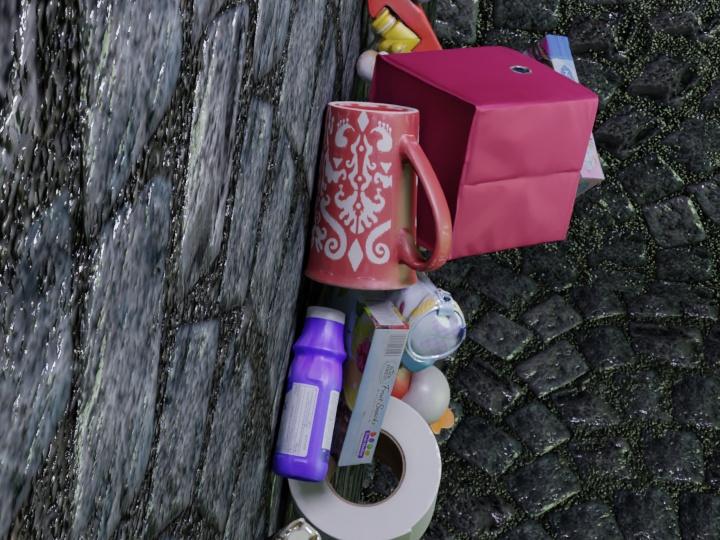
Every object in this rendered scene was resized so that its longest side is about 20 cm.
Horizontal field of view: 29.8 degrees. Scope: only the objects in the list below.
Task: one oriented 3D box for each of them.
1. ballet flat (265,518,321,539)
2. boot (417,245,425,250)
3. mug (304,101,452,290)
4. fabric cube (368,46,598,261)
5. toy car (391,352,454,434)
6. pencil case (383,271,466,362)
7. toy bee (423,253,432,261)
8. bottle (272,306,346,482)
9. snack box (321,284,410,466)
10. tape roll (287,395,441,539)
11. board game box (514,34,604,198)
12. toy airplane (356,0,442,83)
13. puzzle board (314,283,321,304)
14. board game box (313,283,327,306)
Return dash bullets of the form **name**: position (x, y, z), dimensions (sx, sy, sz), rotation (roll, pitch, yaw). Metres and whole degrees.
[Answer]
- **ballet flat**: position (-0.079, 0.332, 1.583), dimensions (0.068, 0.068, 0.200), rotation (-48, 177, 3)
- **boot**: position (0.064, -0.108, 1.894), dimensions (0.075, 0.106, 0.201), rotation (94, 5, -55)
- **mug**: position (0.028, -0.088, 1.565), dimensions (0.133, 0.176, 0.202), rotation (-40, 136, -74)
- **fabric cube**: position (0.136, -0.150, 1.649), dimensions (0.196, 0.198, 0.202), rotation (37, -54, 44)
- **toy car**: position (0.072, 0.153, 1.996), dimensions (0.200, 0.184, 0.178), rotation (45, 35, -27)
- **pencil case**: position (0.054, 0.028, 1.667), dimensions (0.200, 0.082, 0.091), rotation (-128, -146, -52)
- **toy bee**: position (0.007, 0.046, 1.885), dimensions (0.200, 0.108, 0.131), rotation (-48, 154, -15)
- **bottle**: position (-0.057, 0.144, 1.583), dimensions (0.084, 0.065, 0.202), rotation (102, -3, -80)
- **snack box**: position (-0.011, 0.115, 1.649), dimensions (0.142, 0.053, 0.201), rotation (54, -45, 52)
- **tape roll**: position (0.005, 0.276, 1.789), dimensions (0.139, 0.201, 0.204), rotation (91, 9, -67)
- **board game box**: position (0.217, -0.169, 1.760), dimensions (0.200, 0.043, 0.201), rotation (-36, -119, 51)
- **toy airplane**: position (0.065, -0.284, 1.812), dimensions (0.200, 0.140, 0.200), rotation (67, 6, 23)
- **puzzle board**: position (-0.055, 0.091, 1.825), dimensions (0.201, 0.017, 0.152), rotation (-76, 173, -49)
- **board game box**: position (0.000, 0.000, 1.764), dimensions (0.103, 0.019, 0.201), rotation (34, 71, -44)
